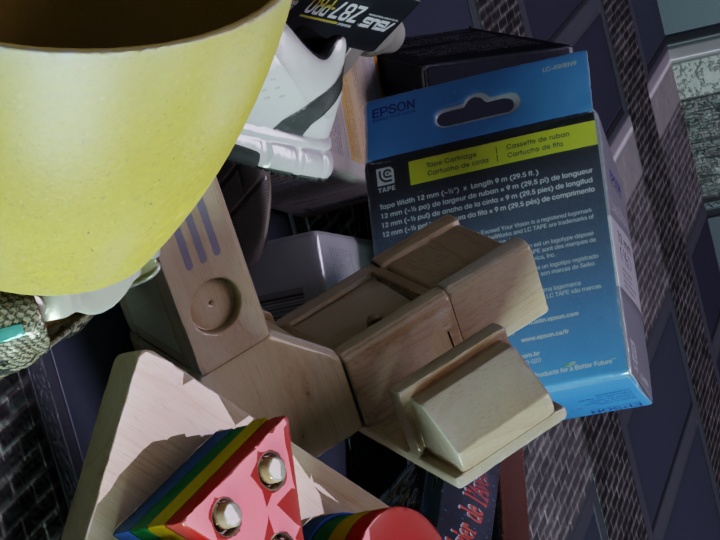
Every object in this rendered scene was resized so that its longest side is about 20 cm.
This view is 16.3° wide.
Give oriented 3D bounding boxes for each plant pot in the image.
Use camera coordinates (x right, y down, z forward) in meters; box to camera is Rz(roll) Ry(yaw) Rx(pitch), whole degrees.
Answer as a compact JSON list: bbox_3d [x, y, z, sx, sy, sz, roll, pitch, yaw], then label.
[{"bbox_3d":[-0.132,-0.076,1.049,0.200,0.199,0.143,-74,174,-58],"label":"plant pot"}]

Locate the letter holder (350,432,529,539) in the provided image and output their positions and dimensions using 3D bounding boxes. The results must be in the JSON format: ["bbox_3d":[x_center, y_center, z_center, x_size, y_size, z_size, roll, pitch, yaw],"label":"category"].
[{"bbox_3d":[0.062,0.182,1.640,0.142,0.100,0.201,58,26,-55],"label":"letter holder"}]

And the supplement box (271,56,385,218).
[{"bbox_3d":[-0.044,-0.107,1.516,0.200,0.073,0.127,17,61,-73],"label":"supplement box"}]

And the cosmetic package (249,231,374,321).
[{"bbox_3d":[-0.019,0.037,1.483,0.200,0.071,0.102,9,70,-72],"label":"cosmetic package"}]

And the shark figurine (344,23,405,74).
[{"bbox_3d":[0.006,-0.196,1.448,0.089,0.215,0.128,40,46,10],"label":"shark figurine"}]

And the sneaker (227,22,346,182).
[{"bbox_3d":[-0.082,-0.097,1.221,0.199,0.073,0.080,7,102,-52],"label":"sneaker"}]

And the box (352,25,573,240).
[{"bbox_3d":[0.065,-0.075,1.640,0.200,0.104,0.149,-151,-127,-70],"label":"box"}]

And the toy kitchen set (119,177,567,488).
[{"bbox_3d":[0.000,0.000,1.260,0.163,0.199,0.181,26,-39,53],"label":"toy kitchen set"}]

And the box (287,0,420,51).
[{"bbox_3d":[-0.070,-0.196,1.341,0.161,0.049,0.200,52,21,18],"label":"box"}]

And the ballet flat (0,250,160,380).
[{"bbox_3d":[-0.131,0.000,1.144,0.200,0.075,0.068,-57,132,-68],"label":"ballet flat"}]

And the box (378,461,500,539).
[{"bbox_3d":[0.023,0.192,1.446,0.038,0.137,0.200,31,33,-13],"label":"box"}]

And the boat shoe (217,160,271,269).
[{"bbox_3d":[-0.086,-0.097,1.370,0.073,0.074,0.201,-38,117,-72],"label":"boat shoe"}]

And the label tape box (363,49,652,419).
[{"bbox_3d":[0.083,-0.011,1.449,0.066,0.142,0.201,45,36,-61],"label":"label tape box"}]

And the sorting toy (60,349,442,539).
[{"bbox_3d":[-0.044,0.164,1.142,0.200,0.069,0.200,36,56,-35],"label":"sorting toy"}]
